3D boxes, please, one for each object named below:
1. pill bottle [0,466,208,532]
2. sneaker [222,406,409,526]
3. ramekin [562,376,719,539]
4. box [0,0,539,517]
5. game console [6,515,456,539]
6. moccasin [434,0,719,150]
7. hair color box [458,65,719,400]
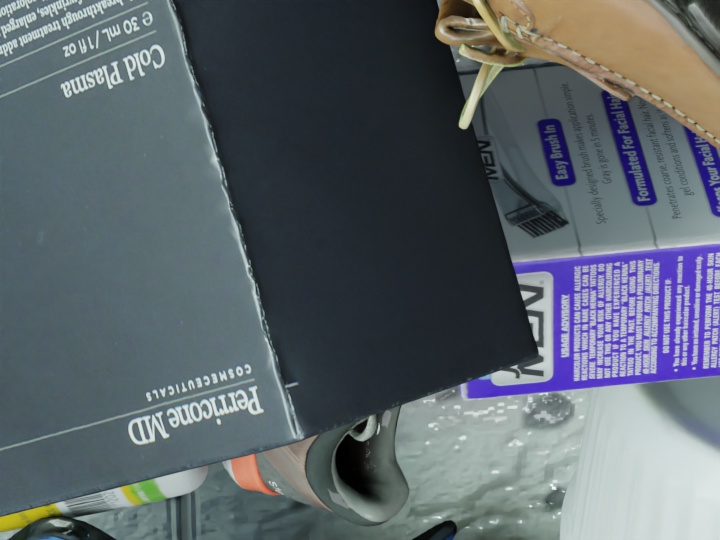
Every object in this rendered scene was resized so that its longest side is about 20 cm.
[{"bbox_3d":[-0.160,0.041,0.930,0.198,0.112,0.112,-11,134,3],"label":"pill bottle"},{"bbox_3d":[0.000,0.000,0.907,0.077,0.082,0.201,-32,136,-39],"label":"sneaker"},{"bbox_3d":[0.169,0.065,0.937,0.201,0.203,0.095,-6,122,-2],"label":"ramekin"},{"bbox_3d":[-0.074,-0.032,0.768,0.199,0.183,0.104,-16,179,44],"label":"box"},{"bbox_3d":[-0.092,0.135,1.018,0.170,0.119,0.200,34,134,-22],"label":"game console"},{"bbox_3d":[0.041,-0.086,0.704,0.201,0.074,0.078,27,138,-29],"label":"moccasin"},{"bbox_3d":[0.125,-0.021,0.908,0.198,0.110,0.065,-4,128,-3],"label":"hair color box"}]
